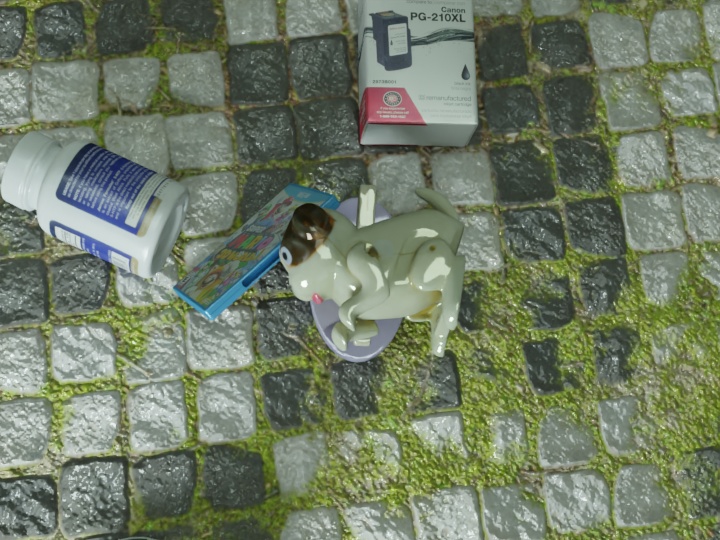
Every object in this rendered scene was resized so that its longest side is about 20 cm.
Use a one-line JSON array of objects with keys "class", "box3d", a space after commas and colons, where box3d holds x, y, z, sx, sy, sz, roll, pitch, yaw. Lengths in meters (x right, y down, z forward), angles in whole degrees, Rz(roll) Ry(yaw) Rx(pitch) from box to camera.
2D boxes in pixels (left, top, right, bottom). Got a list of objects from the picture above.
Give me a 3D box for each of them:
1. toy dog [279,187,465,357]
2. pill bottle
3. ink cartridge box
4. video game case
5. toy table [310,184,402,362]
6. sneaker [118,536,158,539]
[{"class": "toy dog", "box3d": [0.010, -0.011, 1.127, 0.196, 0.140, 0.198, 8, 77, -1]}, {"class": "pill bottle", "box3d": [-0.314, -0.084, 1.240, 0.197, 0.120, 0.121, 25, 76, 1]}, {"class": "ink cartridge box", "box3d": [0.071, -0.268, 1.337, 0.142, 0.084, 0.204, 0, 77, -6]}, {"class": "video game case", "box3d": [-0.126, -0.027, 1.239, 0.200, 0.143, 0.018, -42, 114, -13]}, {"class": "toy table", "box3d": [0.000, 0.000, 1.251, 0.180, 0.117, 0.204, -9, 78, -7]}, {"class": "sneaker", "box3d": [-0.213, 0.339, 1.167, 0.196, 0.085, 0.076, 7, 75, -4]}]
